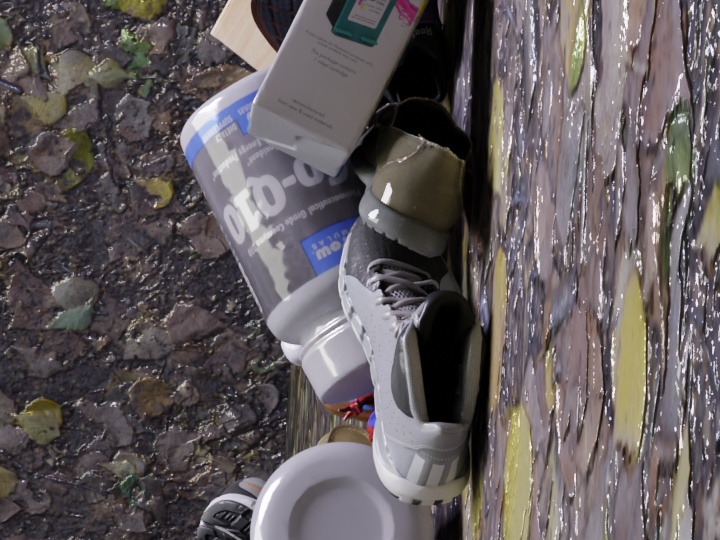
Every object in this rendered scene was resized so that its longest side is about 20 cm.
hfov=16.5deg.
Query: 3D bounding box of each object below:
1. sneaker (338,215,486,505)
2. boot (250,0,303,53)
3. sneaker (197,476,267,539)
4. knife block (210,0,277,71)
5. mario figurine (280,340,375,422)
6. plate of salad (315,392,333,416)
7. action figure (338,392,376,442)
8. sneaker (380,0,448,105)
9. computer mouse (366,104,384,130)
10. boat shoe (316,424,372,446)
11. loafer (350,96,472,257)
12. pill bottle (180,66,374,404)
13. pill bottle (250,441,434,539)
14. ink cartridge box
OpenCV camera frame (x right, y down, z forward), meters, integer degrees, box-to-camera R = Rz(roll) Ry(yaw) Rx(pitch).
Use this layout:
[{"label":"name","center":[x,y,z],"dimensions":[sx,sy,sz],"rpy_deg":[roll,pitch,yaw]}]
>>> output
[{"label":"sneaker","center":[0.039,0.025,1.438],"dimensions":[0.116,0.075,0.201],"rpy_deg":[106,156,-55]},{"label":"boot","center":[-0.026,-0.213,1.602],"dimensions":[0.200,0.074,0.097],"rpy_deg":[79,-148,-56]},{"label":"sneaker","center":[-0.034,0.231,1.817],"dimensions":[0.200,0.074,0.079],"rpy_deg":[52,-156,-9]},{"label":"knife block","center":[-0.015,-0.240,1.656],"dimensions":[0.200,0.064,0.176],"rpy_deg":[-49,-11,-16]},{"label":"mario figurine","center":[0.000,0.000,1.720],"dimensions":[0.124,0.106,0.201],"rpy_deg":[-89,2,-53]},{"label":"plate of salad","center":[-0.012,0.015,1.960],"dimensions":[0.200,0.048,0.201],"rpy_deg":[13,-90,-76]},{"label":"action figure","center":[0.023,0.106,1.635],"dimensions":[0.066,0.052,0.200],"rpy_deg":[59,177,1]},{"label":"sneaker","center":[0.024,-0.138,1.693],"dimensions":[0.200,0.075,0.088],"rpy_deg":[79,175,-71]},{"label":"computer mouse","center":[0.022,-0.122,1.885],"dimensions":[0.141,0.046,0.201],"rpy_deg":[96,175,-60]},{"label":"boat shoe","center":[0.006,0.170,1.802],"dimensions":[0.201,0.073,0.063],"rpy_deg":[-96,20,-57]},{"label":"loafer","center":[0.041,-0.067,1.491],"dimensions":[0.070,0.075,0.200],"rpy_deg":[-61,11,15]},{"label":"pill bottle","center":[-0.026,-0.023,1.587],"dimensions":[0.200,0.113,0.114],"rpy_deg":[63,168,15]},{"label":"pill bottle","center":[-0.008,0.181,1.569],"dimensions":[0.200,0.112,0.113],"rpy_deg":[81,-170,-74]},{"label":"ink cartridge box","center":[0.005,-0.164,1.489],"dimensions":[0.201,0.067,0.116],"rpy_deg":[-64,2,-7]}]
